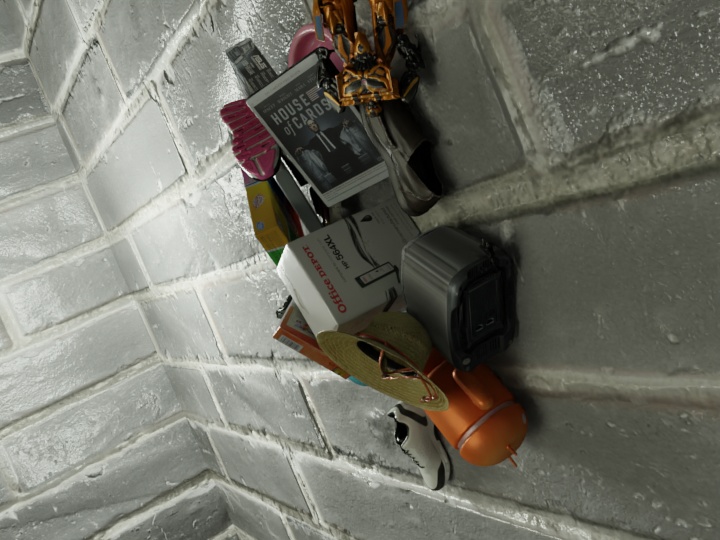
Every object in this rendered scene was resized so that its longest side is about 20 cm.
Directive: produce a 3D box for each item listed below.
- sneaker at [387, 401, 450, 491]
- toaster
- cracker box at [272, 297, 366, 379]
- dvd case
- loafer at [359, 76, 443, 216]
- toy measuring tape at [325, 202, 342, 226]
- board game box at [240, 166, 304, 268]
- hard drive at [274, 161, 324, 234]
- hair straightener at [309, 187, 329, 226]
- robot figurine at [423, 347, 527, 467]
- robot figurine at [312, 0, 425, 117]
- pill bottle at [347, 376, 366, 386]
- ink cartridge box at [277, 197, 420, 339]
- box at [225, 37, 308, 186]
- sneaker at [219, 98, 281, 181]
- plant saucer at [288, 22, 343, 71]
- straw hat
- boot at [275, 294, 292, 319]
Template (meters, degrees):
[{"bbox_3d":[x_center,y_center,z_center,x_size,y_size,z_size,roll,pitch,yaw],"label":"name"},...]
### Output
[{"bbox_3d":[0.098,0.306,1.335,0.074,0.080,0.201,9,122,55],"label":"sneaker"},{"bbox_3d":[0.127,0.027,1.018,0.129,0.113,0.201,36,146,46],"label":"toaster"},{"bbox_3d":[-0.031,0.047,1.176,0.134,0.200,0.058,31,152,-6],"label":"cracker box"},{"bbox_3d":[-0.050,-0.196,1.075,0.150,0.025,0.200,-23,116,39],"label":"dvd case"},{"bbox_3d":[0.065,-0.175,1.021,0.071,0.073,0.201,-14,103,50],"label":"loafer"},{"bbox_3d":[-0.033,-0.082,1.260,0.073,0.073,0.201,28,130,49],"label":"toy measuring tape"},{"bbox_3d":[-0.136,-0.076,1.259,0.153,0.040,0.200,59,-172,-43],"label":"board game box"},{"bbox_3d":[-0.118,-0.138,1.272,0.132,0.026,0.200,58,178,-27],"label":"hard drive"},{"bbox_3d":[-0.069,-0.095,1.323,0.077,0.041,0.201,36,149,53],"label":"hair straightener"},{"bbox_3d":[0.161,0.198,1.101,0.200,0.116,0.144,50,128,27],"label":"robot figurine"},{"bbox_3d":[0.003,-0.294,0.953,0.144,0.058,0.201,-5,99,17],"label":"robot figurine"},{"bbox_3d":[0.026,0.139,1.285,0.200,0.111,0.111,-24,91,62],"label":"pill bottle"},{"bbox_3d":[0.000,0.000,1.122,0.146,0.199,0.084,56,151,14],"label":"ink cartridge box"},{"bbox_3d":[-0.138,-0.256,1.231,0.200,0.050,0.158,56,172,34],"label":"box"},{"bbox_3d":[-0.161,-0.189,1.181,0.200,0.074,0.088,58,174,45],"label":"sneaker"},{"bbox_3d":[-0.034,-0.267,1.124,0.200,0.051,0.201,39,142,39],"label":"plant saucer"},{"bbox_3d":[0.047,0.104,1.028,0.200,0.085,0.201,27,159,11],"label":"straw hat"},{"bbox_3d":[-0.096,0.103,1.437,0.130,0.068,0.200,26,157,2],"label":"boot"}]
